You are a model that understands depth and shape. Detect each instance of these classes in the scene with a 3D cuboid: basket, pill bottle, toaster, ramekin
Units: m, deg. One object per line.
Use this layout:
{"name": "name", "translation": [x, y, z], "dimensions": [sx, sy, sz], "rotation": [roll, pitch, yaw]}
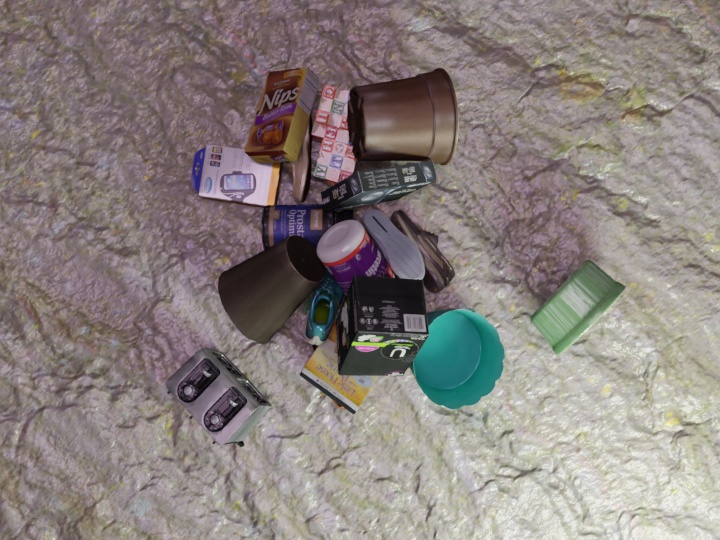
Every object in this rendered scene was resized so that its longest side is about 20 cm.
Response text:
{"name": "basket", "translation": [-0.180, 0.026, 1.617], "dimensions": [0.199, 0.135, 0.182], "rotation": [-37, 80, 30]}
{"name": "pill bottle", "translation": [0.000, 0.000, 1.610], "dimensions": [0.112, 0.113, 0.201], "rotation": [-36, 121, -1]}
{"name": "pill bottle", "translation": [-0.111, -0.088, 1.674], "dimensions": [0.195, 0.112, 0.115], "rotation": [-1, 87, 2]}
{"name": "toaster", "translation": [-0.293, 0.271, 1.629], "dimensions": [0.119, 0.200, 0.181], "rotation": [-45, 79, -4]}
{"name": "ramekin", "translation": [0.448, 0.073, 1.612], "dimensions": [0.200, 0.200, 0.098], "rotation": [-45, 79, -1]}

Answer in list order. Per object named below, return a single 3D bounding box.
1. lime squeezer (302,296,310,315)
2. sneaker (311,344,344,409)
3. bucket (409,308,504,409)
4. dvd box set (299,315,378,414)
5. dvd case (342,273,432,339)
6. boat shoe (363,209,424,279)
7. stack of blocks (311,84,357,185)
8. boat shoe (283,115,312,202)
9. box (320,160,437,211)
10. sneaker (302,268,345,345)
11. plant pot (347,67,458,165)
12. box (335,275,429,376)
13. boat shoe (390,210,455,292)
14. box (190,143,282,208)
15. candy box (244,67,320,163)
{"name": "lime squeezer", "translation": [-0.067, 0.010, 1.704], "dimensions": [0.199, 0.038, 0.071], "rotation": [-39, 89, 0]}
{"name": "sneaker", "translation": [-0.057, 0.202, 1.666], "dimensions": [0.069, 0.090, 0.204], "rotation": [-20, 87, 0]}
{"name": "bucket", "translation": [0.193, 0.178, 1.625], "dimensions": [0.202, 0.135, 0.212], "rotation": [0, 94, -7]}
{"name": "dvd box set", "translation": [-0.019, 0.181, 1.631], "dimensions": [0.145, 0.030, 0.201], "rotation": [35, 61, 4]}
{"name": "dvd case", "translation": [0.050, 0.093, 1.703], "dimensions": [0.148, 0.025, 0.203], "rotation": [-27, 86, 0]}
{"name": "boat shoe", "translation": [0.075, -0.047, 1.662], "dimensions": [0.071, 0.062, 0.201], "rotation": [-31, 64, -8]}
{"name": "stack of blocks", "translation": [-0.050, -0.295, 1.711], "dimensions": [0.113, 0.059, 0.204], "rotation": [15, 87, 2]}
{"name": "boat shoe", "translation": [-0.142, -0.250, 1.705], "dimensions": [0.063, 0.072, 0.205], "rotation": [1, 81, 2]}
{"name": "box", "translation": [0.038, -0.176, 1.612], "dimensions": [0.197, 0.159, 0.044], "rotation": [-13, 86, -34]}
{"name": "sneaker", "translation": [-0.070, 0.058, 1.622], "dimensions": [0.076, 0.080, 0.203], "rotation": [11, 59, -3]}
{"name": "plant pot", "translation": [0.081, -0.315, 1.617], "dimensions": [0.194, 0.200, 0.205], "rotation": [-6, 86, -13]}
{"name": "box", "translation": [0.039, 0.116, 1.542], "dimensions": [0.145, 0.201, 0.127], "rotation": [4, 59, -13]}
{"name": "boat shoe", "translation": [0.136, -0.048, 1.695], "dimensions": [0.073, 0.075, 0.202], "rotation": [-27, 81, -26]}
{"name": "box", "translation": [-0.277, -0.211, 1.723], "dimensions": [0.195, 0.041, 0.122], "rotation": [9, 87, 4]}
{"name": "candy box", "translation": [-0.170, -0.337, 1.673], "dimensions": [0.115, 0.056, 0.204], "rotation": [3, 69, 34]}
